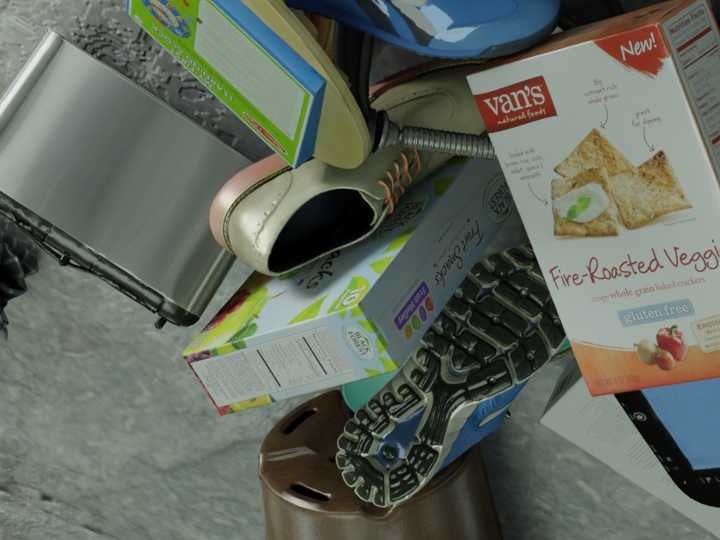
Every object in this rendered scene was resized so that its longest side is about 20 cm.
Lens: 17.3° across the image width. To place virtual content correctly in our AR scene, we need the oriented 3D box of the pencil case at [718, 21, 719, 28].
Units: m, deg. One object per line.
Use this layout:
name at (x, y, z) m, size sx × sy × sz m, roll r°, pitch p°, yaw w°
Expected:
pencil case at (0.274, -0.066, 1.311) m, size 0.200 × 0.083 × 0.091 m, roll 33°, pitch 124°, yaw -5°

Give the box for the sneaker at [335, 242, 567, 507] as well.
sneaker at (0.067, 0.057, 1.458) m, size 0.079 × 0.089 × 0.200 m, roll 46°, pitch 107°, yaw 9°

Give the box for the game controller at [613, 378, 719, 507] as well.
game controller at (0.207, 0.077, 1.420) m, size 0.104 × 0.042 × 0.200 m, roll -15°, pitch 130°, yaw 28°

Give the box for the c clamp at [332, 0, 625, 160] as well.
c clamp at (0.075, -0.093, 1.349) m, size 0.199 × 0.027 × 0.172 m, roll 13°, pitch 97°, yaw -8°

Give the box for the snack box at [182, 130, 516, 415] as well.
snack box at (0.000, 0.000, 1.430) m, size 0.142 × 0.200 × 0.053 m, roll -16°, pitch 114°, yaw 37°

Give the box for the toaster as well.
toaster at (-0.154, -0.056, 1.475) m, size 0.180 × 0.119 × 0.200 m, roll 32°, pitch -179°, yaw -3°

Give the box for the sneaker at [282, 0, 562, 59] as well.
sneaker at (0.013, -0.173, 1.282) m, size 0.199 × 0.066 × 0.079 m, roll 18°, pitch 146°, yaw 11°

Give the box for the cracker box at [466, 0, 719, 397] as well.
cracker box at (0.156, -0.038, 1.289) m, size 0.134 × 0.058 × 0.201 m, roll -13°, pitch 104°, yaw 43°

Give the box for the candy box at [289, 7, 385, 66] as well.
candy box at (-0.043, -0.211, 1.364) m, size 0.116 × 0.057 × 0.201 m, roll 14°, pitch 136°, yaw 13°

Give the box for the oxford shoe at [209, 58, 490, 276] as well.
oxford shoe at (0.011, -0.056, 1.392) m, size 0.074 × 0.200 × 0.071 m, roll 45°, pitch 166°, yaw 51°

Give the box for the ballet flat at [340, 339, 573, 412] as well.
ballet flat at (0.077, 0.046, 1.529) m, size 0.199 × 0.071 × 0.071 m, roll -24°, pitch 116°, yaw 33°

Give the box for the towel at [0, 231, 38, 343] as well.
towel at (-0.344, -0.013, 1.691) m, size 0.199 × 0.086 × 0.166 m, roll -18°, pitch 118°, yaw 40°

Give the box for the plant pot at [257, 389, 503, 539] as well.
plant pot at (0.019, 0.197, 1.627) m, size 0.199 × 0.200 × 0.199 m, roll 6°, pitch 124°, yaw 23°

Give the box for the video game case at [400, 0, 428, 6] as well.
video game case at (-0.025, -0.246, 1.236) m, size 0.199 × 0.183 × 0.023 m, roll 21°, pitch 158°, yaw 9°

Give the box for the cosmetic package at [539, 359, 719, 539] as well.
cosmetic package at (0.227, 0.071, 1.487) m, size 0.150 × 0.052 × 0.200 m, roll 35°, pitch 137°, yaw -4°

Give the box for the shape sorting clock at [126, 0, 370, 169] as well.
shape sorting clock at (-0.067, -0.133, 1.307) m, size 0.200 × 0.039 × 0.200 m, roll 40°, pitch 162°, yaw 15°
